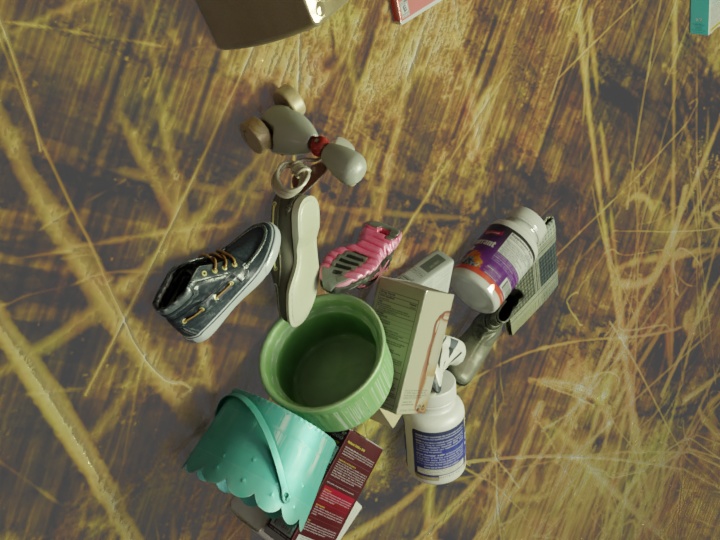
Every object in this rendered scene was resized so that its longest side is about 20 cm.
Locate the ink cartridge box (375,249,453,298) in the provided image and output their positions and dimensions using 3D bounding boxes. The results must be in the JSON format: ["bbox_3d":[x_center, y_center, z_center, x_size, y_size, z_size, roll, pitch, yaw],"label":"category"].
[{"bbox_3d":[0.091,0.079,1.468,0.162,0.057,0.201,-35,149,-32],"label":"ink cartridge box"}]

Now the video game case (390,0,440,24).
[{"bbox_3d":[0.084,-0.494,1.217,0.143,0.017,0.201,-38,131,-29],"label":"video game case"}]

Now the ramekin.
[{"bbox_3d":[-0.045,0.145,1.228,0.200,0.199,0.098,-50,143,-18],"label":"ramekin"}]

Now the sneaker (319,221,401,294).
[{"bbox_3d":[0.000,0.000,1.287,0.200,0.079,0.096,-37,148,-49],"label":"sneaker"}]

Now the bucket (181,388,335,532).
[{"bbox_3d":[-0.143,0.273,1.177,0.207,0.206,0.136,48,62,-46],"label":"bucket"}]

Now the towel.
[{"bbox_3d":[0.354,0.011,1.718,0.200,0.034,0.194,-41,135,-30],"label":"towel"}]

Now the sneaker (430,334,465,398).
[{"bbox_3d":[0.122,0.173,1.434,0.199,0.079,0.131,41,59,-60],"label":"sneaker"}]

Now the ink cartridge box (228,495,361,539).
[{"bbox_3d":[-0.105,0.396,1.351,0.147,0.084,0.200,-53,137,-17],"label":"ink cartridge box"}]

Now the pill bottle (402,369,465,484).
[{"bbox_3d":[0.140,0.292,1.538,0.119,0.119,0.202,-28,126,-36],"label":"pill bottle"}]

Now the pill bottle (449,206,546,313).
[{"bbox_3d":[0.267,-0.025,1.542,0.200,0.111,0.112,-48,135,-21],"label":"pill bottle"}]

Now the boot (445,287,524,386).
[{"bbox_3d":[0.237,0.118,1.548,0.200,0.067,0.131,-53,177,-37],"label":"boot"}]

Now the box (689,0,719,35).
[{"bbox_3d":[0.811,-0.661,1.888,0.082,0.049,0.201,-38,131,-30],"label":"box"}]

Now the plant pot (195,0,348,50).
[{"bbox_3d":[-0.088,-0.391,0.961,0.200,0.176,0.201,-47,134,-23],"label":"plant pot"}]

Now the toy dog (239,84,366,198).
[{"bbox_3d":[-0.075,-0.158,1.090,0.131,0.201,0.097,-26,147,-6],"label":"toy dog"}]

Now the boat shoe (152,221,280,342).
[{"bbox_3d":[-0.191,-0.001,1.098,0.201,0.071,0.091,-54,141,-12],"label":"boat shoe"}]

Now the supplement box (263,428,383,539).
[{"bbox_3d":[-0.055,0.344,1.274,0.109,0.061,0.201,42,73,-47],"label":"supplement box"}]

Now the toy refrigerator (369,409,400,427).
[{"bbox_3d":[0.015,0.181,1.400,0.076,0.070,0.201,-55,138,-24],"label":"toy refrigerator"}]

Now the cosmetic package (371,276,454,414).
[{"bbox_3d":[0.068,0.120,1.306,0.087,0.103,0.202,8,98,-50],"label":"cosmetic package"}]

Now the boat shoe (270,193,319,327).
[{"bbox_3d":[-0.102,-0.017,1.196,0.072,0.060,0.204,-26,126,-54],"label":"boat shoe"}]
